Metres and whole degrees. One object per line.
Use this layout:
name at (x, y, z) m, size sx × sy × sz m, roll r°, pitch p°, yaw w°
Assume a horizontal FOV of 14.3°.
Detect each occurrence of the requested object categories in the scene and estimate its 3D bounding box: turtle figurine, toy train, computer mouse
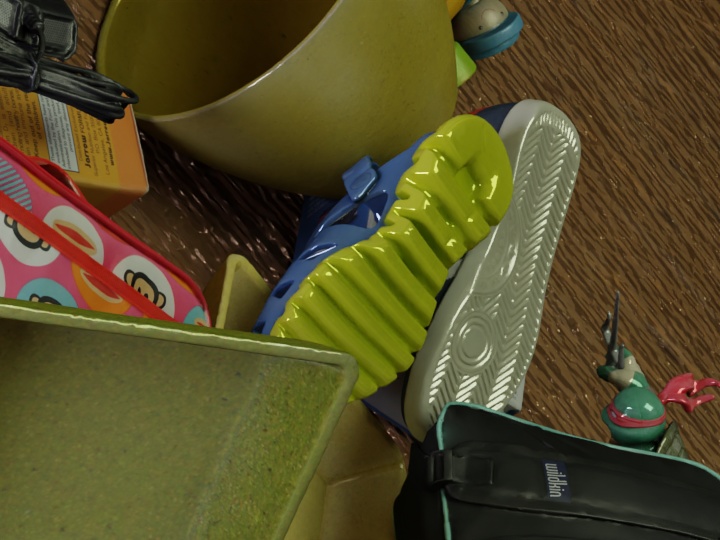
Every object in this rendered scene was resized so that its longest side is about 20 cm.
turtle figurine at (0.142, 0.123, 1.631) m, size 0.150 × 0.100 × 0.201 m, roll -37°, pitch 137°, yaw -40°
toy train at (0.031, -0.156, 1.760) m, size 0.116 × 0.084 × 0.200 m, roll 63°, pitch 36°, yaw -19°
computer mouse at (-0.205, -0.138, 1.443) m, size 0.140 × 0.046 × 0.200 m, roll 17°, pitch 28°, yaw -41°

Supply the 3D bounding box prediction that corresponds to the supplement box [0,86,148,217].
supplement box at (-0.205, -0.067, 1.445) m, size 0.199 × 0.066 × 0.069 m, roll 8°, pitch 62°, yaw -46°

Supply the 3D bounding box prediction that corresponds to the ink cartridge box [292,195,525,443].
ink cartridge box at (0.035, -0.015, 1.672) m, size 0.136 × 0.076 × 0.201 m, roll 35°, pitch 47°, yaw -29°

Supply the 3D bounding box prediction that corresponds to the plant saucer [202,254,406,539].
plant saucer at (-0.051, 0.128, 1.479) m, size 0.200 × 0.048 × 0.201 m, roll 52°, pitch 36°, yaw -41°

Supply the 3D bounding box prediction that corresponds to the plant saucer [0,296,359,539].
plant saucer at (-0.127, 0.090, 1.262) m, size 0.199 × 0.201 × 0.048 m, roll 9°, pitch 33°, yaw -25°

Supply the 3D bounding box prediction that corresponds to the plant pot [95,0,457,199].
plant pot at (-0.026, -0.122, 1.589) m, size 0.142 × 0.199 × 0.201 m, roll 44°, pitch 40°, yaw -36°

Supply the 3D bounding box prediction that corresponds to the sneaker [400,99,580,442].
sneaker at (0.054, 0.001, 1.578) m, size 0.075 × 0.084 × 0.201 m, roll 36°, pitch 68°, yaw -41°

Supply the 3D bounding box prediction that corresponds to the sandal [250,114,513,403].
sandal at (0.000, 0.000, 1.498) m, size 0.200 × 0.087 × 0.080 m, roll -48°, pitch 119°, yaw -35°

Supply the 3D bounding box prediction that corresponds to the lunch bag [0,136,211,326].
lunch bag at (-0.159, 0.027, 1.353) m, size 0.200 × 0.082 × 0.177 m, roll 37°, pitch 48°, yaw -36°

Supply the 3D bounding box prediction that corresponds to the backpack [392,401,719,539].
backpack at (0.119, 0.178, 1.507) m, size 0.199 × 0.154 × 0.176 m, roll 6°, pitch 42°, yaw -11°
